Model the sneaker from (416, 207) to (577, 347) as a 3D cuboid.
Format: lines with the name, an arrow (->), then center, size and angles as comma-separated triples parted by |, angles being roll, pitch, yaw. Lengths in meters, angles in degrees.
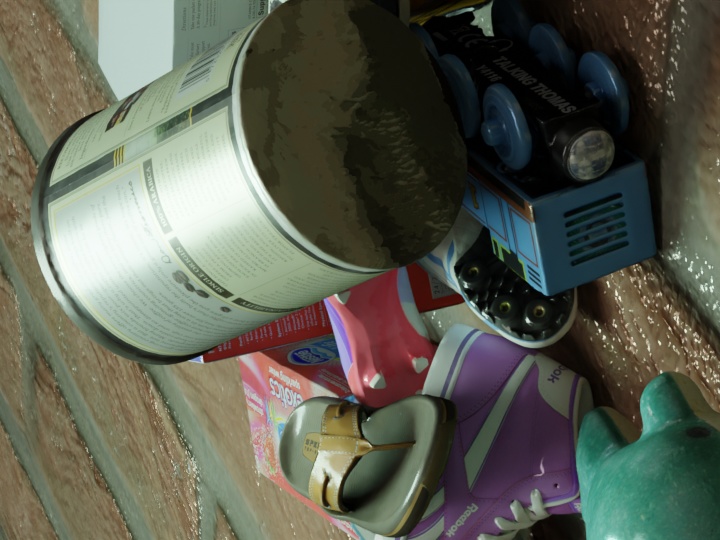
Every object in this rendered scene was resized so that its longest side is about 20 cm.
sneaker -> 0.070, -0.014, 1.494 | 0.200, 0.072, 0.073 | 49, 172, 47

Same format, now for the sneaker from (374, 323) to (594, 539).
sneaker -> 0.074, 0.143, 1.465 | 0.114, 0.073, 0.202 | 20, 105, 18

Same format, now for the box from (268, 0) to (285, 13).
box -> -0.025, -0.179, 1.658 | 0.075, 0.050, 0.201 | -125, 30, -47

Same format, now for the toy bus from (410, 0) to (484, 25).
toy bus -> 0.040, -0.178, 1.436 | 0.200, 0.078, 0.066 | 162, 94, -70

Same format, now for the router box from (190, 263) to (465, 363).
router box -> -0.053, 0.012, 1.663 | 0.200, 0.178, 0.049 | -176, 74, -70

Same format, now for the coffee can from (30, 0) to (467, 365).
coffee can -> -0.061, -0.044, 1.355 | 0.199, 0.146, 0.148 | -23, 80, 49

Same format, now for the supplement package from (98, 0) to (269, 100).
supplement package -> -0.108, -0.189, 1.789 | 0.156, 0.110, 0.201 | -122, 28, -42

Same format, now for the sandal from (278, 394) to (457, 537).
sandal -> -0.008, 0.100, 1.452 | 0.200, 0.054, 0.082 | 10, 84, 64

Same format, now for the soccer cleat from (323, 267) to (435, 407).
soccer cleat -> 0.000, 0.000, 1.495 | 0.077, 0.066, 0.201 | -131, 21, -58

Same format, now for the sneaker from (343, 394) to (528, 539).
sneaker -> 0.052, 0.156, 1.556 | 0.201, 0.080, 0.077 | 57, -155, -5

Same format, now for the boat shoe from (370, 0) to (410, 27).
boat shoe -> -0.006, -0.172, 1.358 | 0.201, 0.061, 0.075 | 100, 147, -50

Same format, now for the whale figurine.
whale figurine -> 0.148, 0.131, 1.299 | 0.200, 0.103, 0.160 | -150, 49, -64

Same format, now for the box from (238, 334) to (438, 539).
box -> -0.002, 0.099, 1.701 | 0.200, 0.094, 0.103 | -155, 54, -66

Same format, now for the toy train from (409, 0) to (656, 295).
toy train -> 0.083, -0.071, 1.384 | 0.200, 0.086, 0.115 | -137, 33, -57
